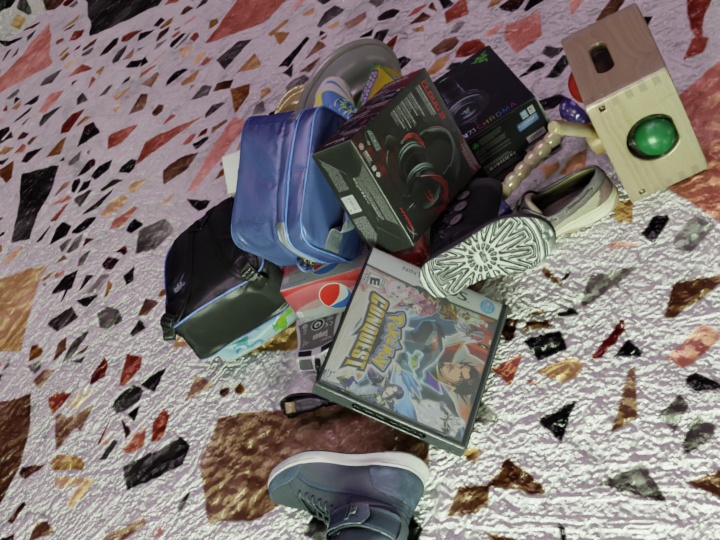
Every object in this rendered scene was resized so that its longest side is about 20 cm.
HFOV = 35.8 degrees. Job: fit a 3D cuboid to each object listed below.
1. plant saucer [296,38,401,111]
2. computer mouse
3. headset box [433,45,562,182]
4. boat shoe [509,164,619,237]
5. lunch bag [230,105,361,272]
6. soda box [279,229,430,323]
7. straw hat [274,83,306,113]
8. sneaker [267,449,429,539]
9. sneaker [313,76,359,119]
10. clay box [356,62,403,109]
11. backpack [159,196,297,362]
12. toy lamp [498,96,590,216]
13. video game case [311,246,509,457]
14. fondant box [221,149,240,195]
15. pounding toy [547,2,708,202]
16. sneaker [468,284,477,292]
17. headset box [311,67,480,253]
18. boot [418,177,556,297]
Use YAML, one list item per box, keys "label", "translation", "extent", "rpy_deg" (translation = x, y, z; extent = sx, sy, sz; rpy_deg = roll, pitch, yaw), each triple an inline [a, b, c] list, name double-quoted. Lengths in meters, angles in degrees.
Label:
- label: "plant saucer"
  translation: [-0.005, -0.241, 1.651]
  extent: [0.200, 0.201, 0.050]
  rpy_deg: [-44, 55, -9]
- label: "computer mouse"
  translation: [-0.044, 0.105, 1.415]
  extent: [0.108, 0.044, 0.202]
  rpy_deg: [-20, 38, 19]
- label: "headset box"
  translation: [0.153, -0.200, 1.541]
  extent: [0.173, 0.093, 0.201]
  rpy_deg: [-33, 35, 7]
- label: "boat shoe"
  translation: [0.216, -0.067, 1.362]
  extent: [0.198, 0.065, 0.072]
  rpy_deg: [-27, 38, 16]
- label: "lunch bag"
  translation: [-0.066, -0.095, 1.370]
  extent: [0.131, 0.135, 0.203]
  rpy_deg: [-5, 75, 35]
- label: "soda box"
  translation: [0.000, 0.000, 1.412]
  extent: [0.198, 0.064, 0.071]
  rpy_deg: [-17, 39, 22]
- label: "straw hat"
  translation: [-0.089, -0.255, 1.820]
  extent: [0.199, 0.085, 0.203]
  rpy_deg: [-23, 38, 19]
- label: "sneaker"
  translation: [-0.034, 0.270, 1.195]
  extent: [0.200, 0.077, 0.147]
  rpy_deg: [-11, 41, 31]
- label: "sneaker"
  translation: [-0.005, -0.188, 1.491]
  extent: [0.104, 0.075, 0.203]
  rpy_deg: [-28, 56, 38]
- label: "clay box"
  translation: [0.036, -0.207, 1.535]
  extent: [0.116, 0.047, 0.200]
  rpy_deg: [-67, 27, 17]
- label: "backpack"
  translation: [-0.181, 0.014, 1.546]
  extent: [0.182, 0.147, 0.201]
  rpy_deg: [-33, 39, 10]
- label: "toy lamp"
  translation: [0.211, -0.133, 1.432]
  extent: [0.200, 0.058, 0.058]
  rpy_deg: [-49, 35, 2]
- label: "video game case"
  translation: [0.061, 0.087, 1.259]
  extent: [0.026, 0.179, 0.202]
  rpy_deg: [114, 179, -55]
- label: "fondant box"
  translation: [-0.084, -0.144, 1.604]
  extent: [0.143, 0.199, 0.059]
  rpy_deg: [-16, 80, 27]
- label: "pounding toy"
  translation: [0.304, -0.188, 1.317]
  extent: [0.141, 0.185, 0.201]
  rpy_deg: [-25, 37, 17]
- label: "sneaker"
  translation: [0.062, 0.069, 1.323]
  extent: [0.201, 0.090, 0.075]
  rpy_deg: [-50, 37, -16]
- label: "headset box"
  translation: [0.052, -0.138, 1.353]
  extent: [0.074, 0.150, 0.200]
  rpy_deg: [-14, 25, 45]
- label: "boot"
  translation: [0.153, -0.055, 1.310]
  extent: [0.163, 0.066, 0.200]
  rpy_deg: [-19, 18, 19]
